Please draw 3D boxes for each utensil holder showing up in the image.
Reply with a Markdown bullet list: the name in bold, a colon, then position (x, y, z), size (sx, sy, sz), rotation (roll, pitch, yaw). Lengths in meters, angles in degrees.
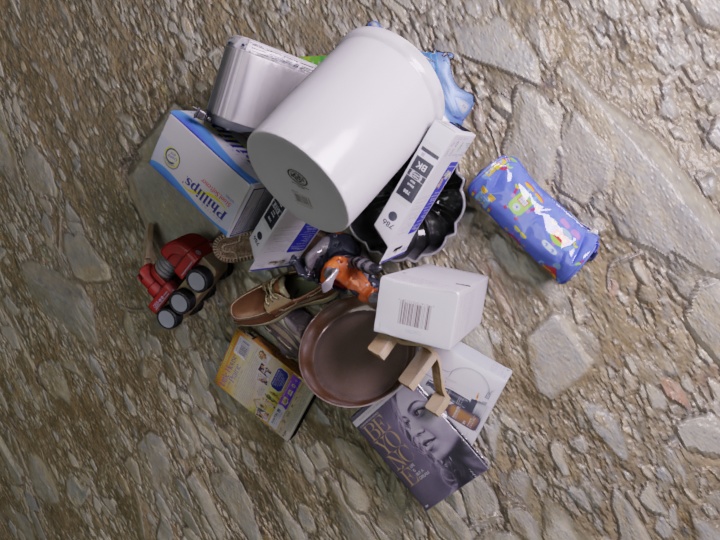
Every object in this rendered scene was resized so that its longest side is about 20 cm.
- **utensil holder**: position (-0.018, -0.173, 0.678), size (0.170, 0.200, 0.170), rotation (32, 156, 16)

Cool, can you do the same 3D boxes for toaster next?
- **toaster**: position (-0.144, -0.267, 0.824), size (0.114, 0.199, 0.130), rotation (43, 118, 57)

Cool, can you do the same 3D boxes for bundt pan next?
- **bundt pan**: position (0.073, -0.117, 0.836), size (0.201, 0.076, 0.203), rotation (6, 105, 24)

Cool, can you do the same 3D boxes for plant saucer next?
- **plant saucer**: position (-0.003, 0.133, 0.897), size (0.199, 0.201, 0.032), rotation (11, 151, 23)

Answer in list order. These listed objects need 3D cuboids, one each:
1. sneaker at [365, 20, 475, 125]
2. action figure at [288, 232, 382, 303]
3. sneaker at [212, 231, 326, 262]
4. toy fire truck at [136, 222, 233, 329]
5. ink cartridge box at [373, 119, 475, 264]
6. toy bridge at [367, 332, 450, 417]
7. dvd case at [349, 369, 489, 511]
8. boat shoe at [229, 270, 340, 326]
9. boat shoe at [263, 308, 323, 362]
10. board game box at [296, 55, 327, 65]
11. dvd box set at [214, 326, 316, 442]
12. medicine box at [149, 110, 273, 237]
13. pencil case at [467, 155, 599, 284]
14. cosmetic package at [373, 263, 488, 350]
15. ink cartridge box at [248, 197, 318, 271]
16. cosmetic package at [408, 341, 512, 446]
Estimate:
- **sneaker**: position (0.086, -0.291, 0.794), size (0.200, 0.079, 0.089), rotation (43, 92, -4)
- **action figure**: position (0.000, 0.000, 0.845), size (0.199, 0.194, 0.105), rotation (16, 112, -24)
- **sneaker**: position (-0.155, -0.052, 0.974), size (0.199, 0.109, 0.071), rotation (-1, 100, -5)
- **toy fire truck**: position (-0.367, -0.019, 1.060), size (0.200, 0.129, 0.176), rotation (45, 116, -1)
- **ink cartridge box**: position (0.078, -0.106, 0.738), size (0.039, 0.099, 0.201), rotation (36, 113, 14)
- **toy bridge**: position (0.086, 0.144, 0.802), size (0.027, 0.200, 0.067), rotation (22, 69, 49)
- **dvd case**: position (0.091, 0.281, 0.897), size (0.200, 0.016, 0.149), rotation (48, 119, 10)
- **boat shoe**: position (-0.131, 0.035, 0.930), size (0.199, 0.074, 0.076), rotation (-20, 67, 1)
- **boat shoe**: position (-0.110, 0.122, 0.990), size (0.200, 0.074, 0.073), rotation (45, 127, 20)
- **board game box**: position (-0.054, -0.298, 0.884), size (0.199, 0.030, 0.096), rotation (8, 106, 27)
- **dvd box set**: position (-0.184, 0.220, 1.062), size (0.200, 0.029, 0.147), rotation (34, 114, 15)
- **medicine box**: position (-0.196, -0.164, 0.884), size (0.182, 0.200, 0.103), rotation (41, 117, 11)
- **pencil case**: position (0.244, -0.075, 0.761), size (0.200, 0.078, 0.087), rotation (46, 109, 10)
- **cosmetic package**: position (0.108, 0.045, 0.785), size (0.112, 0.200, 0.082), rotation (12, 101, 21)
- **ink cartridge box**: position (-0.102, -0.078, 0.839), size (0.039, 0.099, 0.200), rotation (56, 129, 22)
- **cosmetic package**: position (0.136, 0.214, 0.897), size (0.150, 0.052, 0.201), rotation (29, 113, 20)
